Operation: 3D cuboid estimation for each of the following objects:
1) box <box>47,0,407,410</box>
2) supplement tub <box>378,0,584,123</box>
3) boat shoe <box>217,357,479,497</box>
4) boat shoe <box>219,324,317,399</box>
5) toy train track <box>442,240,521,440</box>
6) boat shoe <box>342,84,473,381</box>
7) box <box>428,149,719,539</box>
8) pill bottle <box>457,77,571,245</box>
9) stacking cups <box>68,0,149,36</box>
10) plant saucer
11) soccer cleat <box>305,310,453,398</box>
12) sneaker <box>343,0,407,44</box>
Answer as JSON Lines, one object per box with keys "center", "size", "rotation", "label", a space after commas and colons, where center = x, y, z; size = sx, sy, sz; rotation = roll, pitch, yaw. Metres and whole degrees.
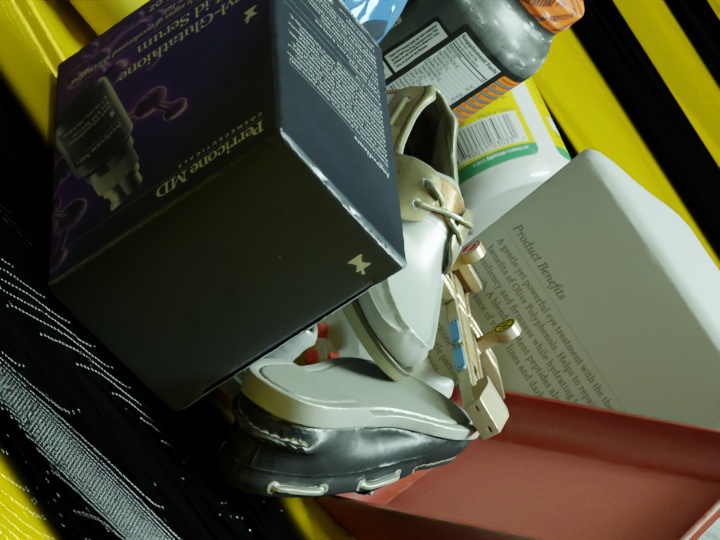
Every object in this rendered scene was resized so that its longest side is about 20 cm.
{"center": [-0.068, -0.054, 1.431], "size": [0.104, 0.148, 0.201], "rotation": [46, 21, -31], "label": "box"}
{"center": [0.029, -0.142, 1.746], "size": [0.123, 0.199, 0.123], "rotation": [49, 19, -24], "label": "supplement tub"}
{"center": [-0.005, 0.086, 1.470], "size": [0.074, 0.061, 0.200], "rotation": [31, 12, 25], "label": "boat shoe"}
{"center": [-0.052, -0.012, 1.530], "size": [0.072, 0.068, 0.200], "rotation": [50, 20, -23], "label": "boat shoe"}
{"center": [0.068, 0.034, 1.581], "size": [0.115, 0.032, 0.200], "rotation": [59, 10, -21], "label": "toy train track"}
{"center": [0.022, -0.030, 1.539], "size": [0.075, 0.068, 0.201], "rotation": [48, 24, -39], "label": "boat shoe"}
{"center": [0.157, 0.071, 1.734], "size": [0.200, 0.171, 0.200], "rotation": [57, 13, 25], "label": "box"}
{"center": [0.062, -0.116, 1.932], "size": [0.113, 0.112, 0.201], "rotation": [24, 38, -60], "label": "pill bottle"}
{"center": [-0.177, -0.212, 1.539], "size": [0.200, 0.060, 0.061], "rotation": [52, 19, -21], "label": "stacking cups"}
{"center": [0.103, 0.121, 1.543], "size": [0.200, 0.198, 0.037], "rotation": [-31, 127, -59], "label": "plant saucer"}
{"center": [0.000, 0.000, 1.623], "size": [0.077, 0.069, 0.201], "rotation": [1, 53, -19], "label": "soccer cleat"}
{"center": [-0.029, -0.147, 1.619], "size": [0.066, 0.200, 0.079], "rotation": [44, -27, 8], "label": "sneaker"}
